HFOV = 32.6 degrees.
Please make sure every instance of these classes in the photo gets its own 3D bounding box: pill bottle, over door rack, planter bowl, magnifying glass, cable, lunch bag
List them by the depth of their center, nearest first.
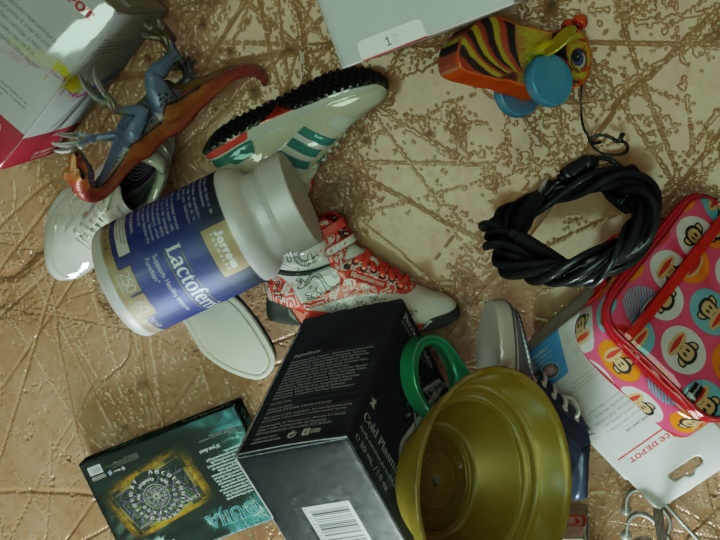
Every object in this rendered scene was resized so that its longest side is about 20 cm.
[{"bbox_3d":[0.091,0.185,1.068,0.083,0.200,0.202,-7,103,47],"label":"planter bowl"},{"bbox_3d":[0.188,-0.044,1.106,0.162,0.200,0.051,-18,117,6],"label":"cable"},{"bbox_3d":[0.290,0.030,1.112,0.176,0.200,0.082,43,151,3],"label":"lunch bag"},{"bbox_3d":[-0.144,-0.028,1.169,0.199,0.116,0.116,-25,96,9],"label":"pill bottle"},{"bbox_3d":[0.331,0.307,1.181,0.200,0.148,0.067,37,105,3],"label":"over door rack"},{"bbox_3d":[0.104,0.122,1.184,0.022,0.200,0.080,-14,58,35],"label":"magnifying glass"}]

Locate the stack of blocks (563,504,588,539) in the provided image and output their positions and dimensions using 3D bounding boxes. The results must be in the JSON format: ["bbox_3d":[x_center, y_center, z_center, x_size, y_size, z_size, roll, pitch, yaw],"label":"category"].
[{"bbox_3d":[0.201,0.351,1.237,0.058,0.115,0.201,-1,102,12],"label":"stack of blocks"}]

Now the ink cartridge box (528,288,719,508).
[{"bbox_3d":[0.263,0.117,1.183,0.200,0.067,0.116,47,122,-1],"label":"ink cartridge box"}]

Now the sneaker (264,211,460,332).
[{"bbox_3d":[-0.001,0.000,1.225,0.200,0.067,0.109,3,106,14],"label":"sneaker"}]

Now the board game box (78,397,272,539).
[{"bbox_3d":[-0.192,0.235,1.339,0.199,0.028,0.136,-21,98,15],"label":"board game box"}]

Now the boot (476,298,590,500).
[{"bbox_3d":[0.164,0.124,1.160,0.090,0.073,0.202,-5,96,-13],"label":"boot"}]

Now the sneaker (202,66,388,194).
[{"bbox_3d":[-0.052,-0.127,1.216,0.199,0.070,0.094,-22,115,14],"label":"sneaker"}]

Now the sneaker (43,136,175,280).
[{"bbox_3d":[-0.261,-0.062,1.246,0.075,0.100,0.200,31,110,-25],"label":"sneaker"}]

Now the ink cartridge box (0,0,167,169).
[{"bbox_3d":[-0.317,-0.228,1.200,0.145,0.145,0.200,43,108,0],"label":"ink cartridge box"}]

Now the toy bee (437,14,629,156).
[{"bbox_3d":[0.164,-0.192,1.135,0.130,0.200,0.109,2,72,41],"label":"toy bee"}]

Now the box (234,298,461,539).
[{"bbox_3d":[0.005,0.171,1.160,0.123,0.197,0.201,-14,120,26],"label":"box"}]

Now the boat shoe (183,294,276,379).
[{"bbox_3d":[-0.162,0.033,1.270,0.200,0.062,0.075,37,109,5],"label":"boat shoe"}]

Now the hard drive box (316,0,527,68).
[{"bbox_3d":[0.060,-0.246,1.086,0.155,0.200,0.077,-18,98,16],"label":"hard drive box"}]

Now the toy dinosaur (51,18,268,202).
[{"bbox_3d":[-0.205,-0.143,1.167,0.199,0.105,0.183,8,68,5],"label":"toy dinosaur"}]
